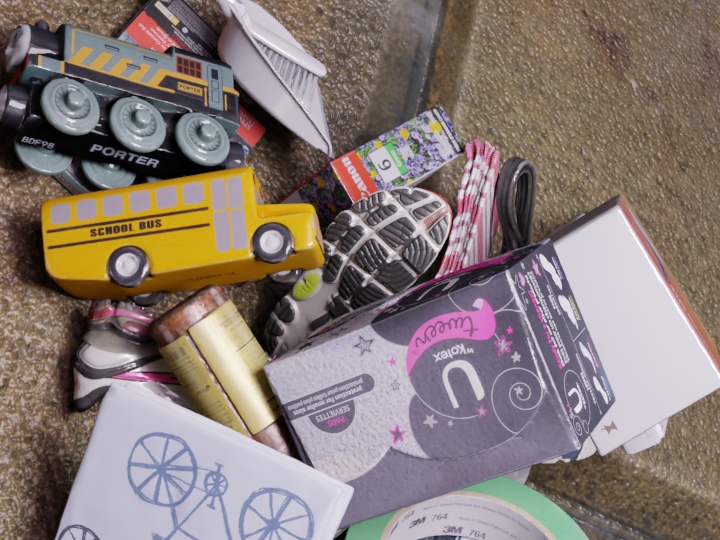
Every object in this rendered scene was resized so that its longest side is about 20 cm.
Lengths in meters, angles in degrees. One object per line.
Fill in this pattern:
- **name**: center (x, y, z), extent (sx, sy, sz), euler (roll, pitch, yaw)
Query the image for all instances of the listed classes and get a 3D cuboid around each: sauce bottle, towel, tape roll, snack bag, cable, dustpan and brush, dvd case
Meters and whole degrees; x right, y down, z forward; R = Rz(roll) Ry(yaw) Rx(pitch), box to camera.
- **sauce bottle**: center (-0.076, 0.108, 1.059), extent (0.066, 0.066, 0.201), euler (-35, 98, -37)
- **towel**: center (0.080, 0.009, 1.236), extent (0.030, 0.147, 0.202), euler (13, 66, 12)
- **tape roll**: center (0.080, 0.234, 1.079), extent (0.198, 0.048, 0.201), euler (9, 39, -7)
- **snack bag**: center (-0.121, 0.201, 0.991), extent (0.187, 0.021, 0.202), euler (21, 91, 16)
- **cable**: center (0.142, -0.001, 1.279), extent (0.097, 0.050, 0.202), euler (-15, 125, -45)
- **dustpan and brush**: center (-0.088, -0.190, 1.196), extent (0.199, 0.057, 0.140), euler (31, 25, -26)
- **dvd case**: center (-0.161, -0.120, 1.192), extent (0.146, 0.022, 0.201), euler (42, 54, -14)

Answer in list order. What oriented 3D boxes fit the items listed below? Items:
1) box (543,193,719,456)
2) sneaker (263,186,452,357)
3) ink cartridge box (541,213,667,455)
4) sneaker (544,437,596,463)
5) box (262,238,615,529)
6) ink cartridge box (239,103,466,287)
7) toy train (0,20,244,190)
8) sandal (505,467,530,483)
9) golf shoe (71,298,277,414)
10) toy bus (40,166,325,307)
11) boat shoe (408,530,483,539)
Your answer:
- **box**: center (0.196, 0.035, 1.141), extent (0.153, 0.106, 0.200), euler (59, 12, 1)
- **sneaker**: center (0.000, 0.000, 1.157), extent (0.077, 0.200, 0.085), euler (50, 29, 5)
- **ink cartridge box**: center (0.227, 0.048, 1.341), extent (0.200, 0.043, 0.200), euler (65, 17, 0)
- **sneaker**: center (0.136, 0.083, 1.184), extent (0.198, 0.079, 0.131), euler (-2, 104, -37)
- **box**: center (0.055, 0.078, 1.027), extent (0.133, 0.199, 0.115), euler (67, 24, -3)
- **ink cartridge box**: center (-0.016, -0.062, 1.212), extent (0.199, 0.109, 0.051), euler (-31, 89, -37)
- **toy train**: center (-0.180, -0.124, 1.122), extent (0.198, 0.085, 0.115), euler (12, 55, -27)
- **sandal**: center (0.112, 0.104, 1.255), extent (0.082, 0.050, 0.205), euler (-12, 108, -37)
- **golf shoe**: center (-0.122, 0.093, 1.116), extent (0.198, 0.073, 0.093), euler (19, 76, -18)
- **toy bus**: center (-0.129, -0.024, 1.087), extent (0.198, 0.065, 0.079), euler (-9, 74, 3)
- **boat shoe**: center (0.028, 0.259, 1.129), extent (0.090, 0.071, 0.201), euler (17, 41, 11)
